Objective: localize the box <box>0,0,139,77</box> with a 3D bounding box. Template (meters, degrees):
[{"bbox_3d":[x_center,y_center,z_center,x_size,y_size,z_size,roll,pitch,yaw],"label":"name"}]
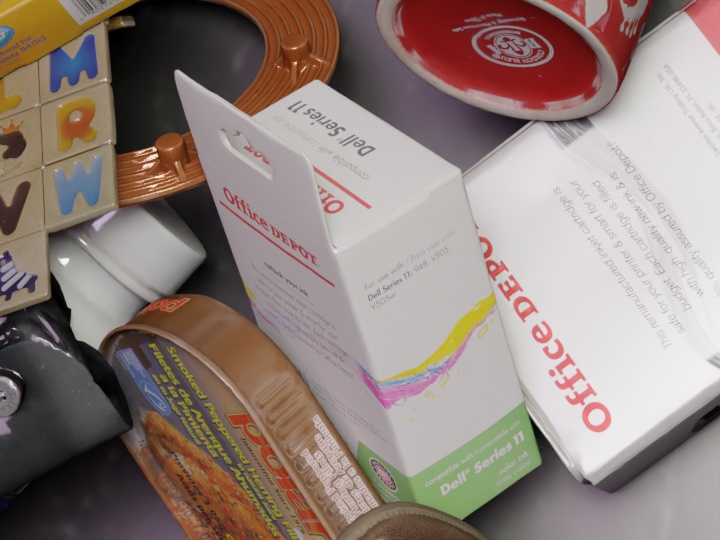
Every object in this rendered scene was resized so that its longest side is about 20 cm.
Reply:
[{"bbox_3d":[-0.171,-0.180,1.079,0.119,0.041,0.200,-28,59,7],"label":"box"}]

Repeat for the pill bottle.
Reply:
[{"bbox_3d":[-0.171,0.033,1.105,0.200,0.120,0.120,-45,76,4],"label":"pill bottle"}]

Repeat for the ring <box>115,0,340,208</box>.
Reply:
[{"bbox_3d":[-0.108,-0.094,1.093,0.200,0.019,0.201,-8,39,6],"label":"ring"}]

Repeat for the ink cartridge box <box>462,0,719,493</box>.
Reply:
[{"bbox_3d":[0.142,-0.017,1.059,0.200,0.083,0.147,-36,75,6],"label":"ink cartridge box"}]

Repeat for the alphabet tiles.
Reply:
[{"bbox_3d":[-0.182,-0.055,1.043,0.166,0.006,0.201,-18,53,15],"label":"alphabet tiles"}]

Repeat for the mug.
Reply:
[{"bbox_3d":[0.083,-0.169,1.055,0.133,0.178,0.201,23,66,-7],"label":"mug"}]

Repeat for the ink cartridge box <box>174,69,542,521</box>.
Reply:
[{"bbox_3d":[0.000,0.000,1.007,0.067,0.201,0.117,-32,38,-19],"label":"ink cartridge box"}]

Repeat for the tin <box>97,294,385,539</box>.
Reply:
[{"bbox_3d":[-0.040,0.099,1.056,0.042,0.112,0.200,-39,103,-29],"label":"tin"}]

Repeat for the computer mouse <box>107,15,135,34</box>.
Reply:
[{"bbox_3d":[-0.092,-0.163,1.113,0.199,0.046,0.141,-7,41,12],"label":"computer mouse"}]

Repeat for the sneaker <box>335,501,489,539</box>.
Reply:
[{"bbox_3d":[0.065,0.176,1.003,0.070,0.076,0.200,-42,118,-3],"label":"sneaker"}]

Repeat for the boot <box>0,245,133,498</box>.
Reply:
[{"bbox_3d":[-0.182,0.108,1.025,0.200,0.066,0.165,-34,97,-2],"label":"boot"}]
